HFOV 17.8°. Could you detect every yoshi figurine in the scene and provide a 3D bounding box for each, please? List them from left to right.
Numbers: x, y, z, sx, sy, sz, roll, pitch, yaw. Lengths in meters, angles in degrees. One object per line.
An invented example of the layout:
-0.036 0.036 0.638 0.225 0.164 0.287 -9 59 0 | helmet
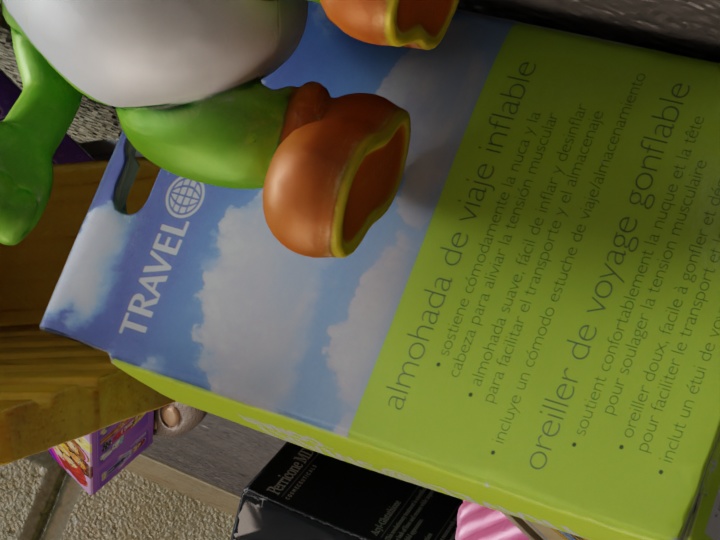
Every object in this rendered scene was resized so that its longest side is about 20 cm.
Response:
-0.083 -0.076 0.562 0.199 0.113 0.112 22 154 15 | yoshi figurine

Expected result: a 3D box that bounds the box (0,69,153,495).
-0.138 -0.006 0.890 0.137 0.039 0.200 43 156 15 | box

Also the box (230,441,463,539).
0.039 0.110 0.999 0.140 0.079 0.200 23 -155 12 | box

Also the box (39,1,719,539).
0.023 -0.006 0.602 0.199 0.123 0.048 16 167 32 | box

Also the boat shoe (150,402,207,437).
-0.122 -0.011 0.999 0.200 0.072 0.076 41 151 18 | boat shoe

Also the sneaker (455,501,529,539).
0.080 0.124 0.855 0.079 0.200 0.096 -28 107 38 | sneaker

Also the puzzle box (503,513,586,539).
0.075 0.067 0.713 0.200 0.025 0.133 45 164 -28 | puzzle box

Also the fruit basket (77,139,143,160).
0.000 0.000 0.827 0.200 0.094 0.185 39 163 -22 | fruit basket

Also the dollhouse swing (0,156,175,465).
-0.149 -0.041 0.685 0.181 0.177 0.200 -3 -174 30 | dollhouse swing
